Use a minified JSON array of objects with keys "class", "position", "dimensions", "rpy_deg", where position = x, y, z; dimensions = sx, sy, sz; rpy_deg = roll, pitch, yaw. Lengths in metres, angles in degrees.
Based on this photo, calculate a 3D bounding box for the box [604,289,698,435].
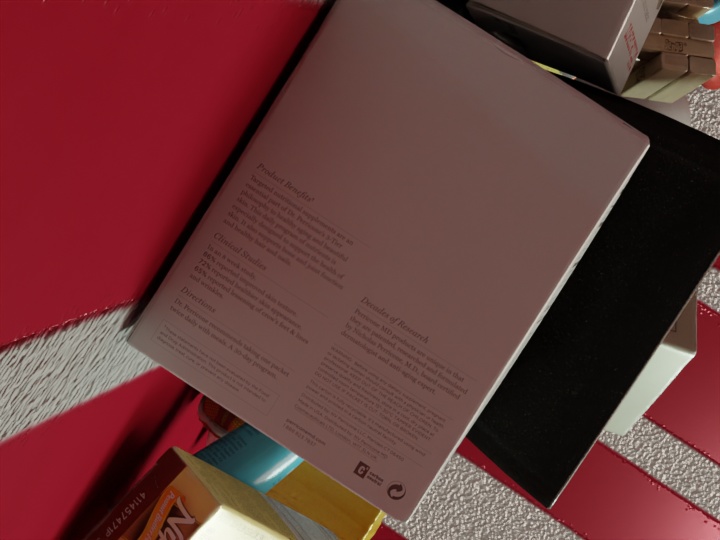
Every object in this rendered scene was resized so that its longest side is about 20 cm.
[{"class":"box","position":[0.111,0.006,1.491],"dimensions":[0.109,0.200,0.128],"rpy_deg":[123,-19,-46]}]

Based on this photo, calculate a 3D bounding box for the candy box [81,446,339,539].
[{"class":"candy box","position":[-0.084,0.184,1.302],"dimensions":[0.115,0.055,0.200],"rpy_deg":[-46,147,4]}]

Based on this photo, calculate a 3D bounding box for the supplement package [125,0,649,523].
[{"class":"supplement package","position":[0.019,-0.016,1.048],"dimensions":[0.200,0.152,0.151],"rpy_deg":[-58,176,7]}]

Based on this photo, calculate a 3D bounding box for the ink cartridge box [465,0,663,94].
[{"class":"ink cartridge box","position":[0.137,-0.205,1.191],"dimensions":[0.200,0.087,0.145],"rpy_deg":[-64,170,1]}]

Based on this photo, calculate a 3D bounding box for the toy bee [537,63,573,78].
[{"class":"toy bee","position":[0.102,-0.136,1.367],"dimensions":[0.109,0.131,0.200],"rpy_deg":[12,-97,57]}]

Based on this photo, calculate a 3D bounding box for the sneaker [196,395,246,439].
[{"class":"sneaker","position":[-0.034,0.049,1.451],"dimensions":[0.077,0.073,0.200],"rpy_deg":[-58,176,29]}]

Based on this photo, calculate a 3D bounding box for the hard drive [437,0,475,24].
[{"class":"hard drive","position":[0.018,-0.094,1.264],"dimensions":[0.200,0.033,0.140],"rpy_deg":[-60,175,34]}]

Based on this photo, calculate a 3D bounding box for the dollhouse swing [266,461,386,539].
[{"class":"dollhouse swing","position":[0.003,0.111,1.787],"dimensions":[0.176,0.182,0.200],"rpy_deg":[-7,132,-58]}]

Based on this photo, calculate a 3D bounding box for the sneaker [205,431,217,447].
[{"class":"sneaker","position":[-0.007,0.100,1.535],"dimensions":[0.200,0.131,0.080],"rpy_deg":[-40,133,0]}]

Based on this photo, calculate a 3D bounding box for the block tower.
[{"class":"block tower","position":[0.169,-0.204,1.310],"dimensions":[0.058,0.054,0.200],"rpy_deg":[148,-55,-64]}]

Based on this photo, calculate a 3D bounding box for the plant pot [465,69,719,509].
[{"class":"plant pot","position":[0.089,-0.019,1.215],"dimensions":[0.200,0.177,0.200],"rpy_deg":[-57,175,9]}]

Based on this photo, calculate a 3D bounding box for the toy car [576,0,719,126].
[{"class":"toy car","position":[0.169,-0.131,1.546],"dimensions":[0.184,0.177,0.200],"rpy_deg":[39,72,-76]}]

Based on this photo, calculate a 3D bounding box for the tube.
[{"class":"tube","position":[-0.056,0.105,1.345],"dimensions":[0.200,0.050,0.077],"rpy_deg":[-36,-167,-13]}]
